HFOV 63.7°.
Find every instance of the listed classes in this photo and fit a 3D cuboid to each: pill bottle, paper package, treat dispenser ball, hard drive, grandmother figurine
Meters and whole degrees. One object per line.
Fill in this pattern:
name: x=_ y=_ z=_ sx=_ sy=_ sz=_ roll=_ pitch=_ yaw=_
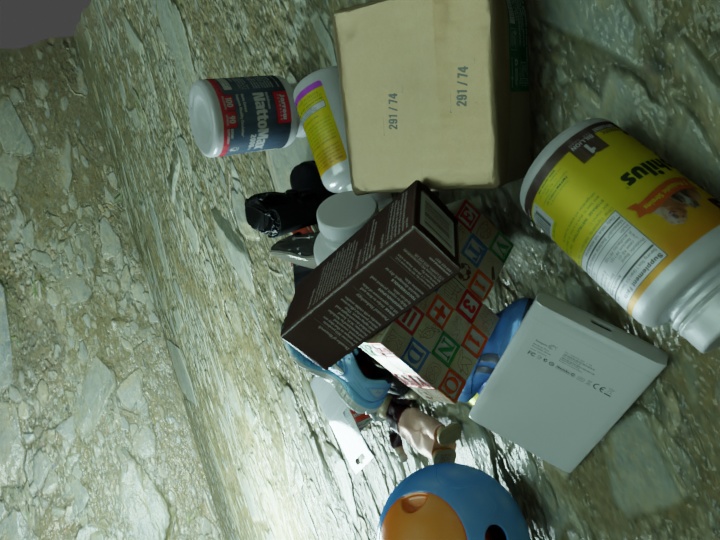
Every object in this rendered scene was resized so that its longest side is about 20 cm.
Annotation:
pill bottle: x=-0.167 y=-0.258 z=0.954 sx=0.119 sy=0.199 sz=0.120 roll=32 pitch=130 yaw=49
pill bottle: x=0.000 y=0.000 z=0.751 sx=0.104 sy=0.104 sz=0.200 roll=42 pitch=154 yaw=42
pill bottle: x=-0.020 y=-0.183 z=0.841 sx=0.104 sy=0.104 sz=0.201 roll=-30 pitch=77 yaw=59
paper package: x=0.080 y=-0.187 z=0.623 sx=0.190 sy=0.103 sz=0.201 roll=3 pitch=107 yaw=33
treat dispenser ball: x=0.120 y=0.359 z=0.762 sx=0.201 sy=0.200 sz=0.202 roll=32 pitch=129 yaw=49
pill bottle: x=0.236 y=-0.031 z=0.485 sx=0.200 sy=0.109 sz=0.109 roll=53 pitch=143 yaw=31
hard drive: x=0.211 y=0.127 z=0.624 sx=0.132 sy=0.027 sz=0.200 roll=27 pitch=132 yaw=13
grandmother figurine: x=0.076 y=0.246 z=0.930 sx=0.200 sy=0.060 sz=0.122 roll=21 pitch=93 yaw=57

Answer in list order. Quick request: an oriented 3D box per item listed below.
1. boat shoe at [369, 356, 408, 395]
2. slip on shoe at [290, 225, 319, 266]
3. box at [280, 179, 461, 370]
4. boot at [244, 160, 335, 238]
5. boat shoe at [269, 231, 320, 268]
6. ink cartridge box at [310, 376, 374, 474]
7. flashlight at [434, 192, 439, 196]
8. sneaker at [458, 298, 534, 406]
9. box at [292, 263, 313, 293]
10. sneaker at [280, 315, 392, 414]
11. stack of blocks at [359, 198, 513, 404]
boat shoe: x=0.012 y=0.168 z=0.976 sx=0.201 sy=0.072 sz=0.066 roll=0 pitch=98 yaw=57
slip on shoe: x=-0.103 y=-0.029 z=1.090 sx=0.074 sy=0.061 sz=0.201 roll=-31 pitch=76 yaw=60
box: x=0.010 y=0.009 z=0.614 sx=0.075 sy=0.100 sz=0.200 roll=41 pitch=120 yaw=-20
boot: x=-0.119 y=-0.123 z=0.967 sx=0.200 sy=0.168 sz=0.077 roll=38 pitch=132 yaw=45
boat shoe: x=-0.070 y=-0.037 z=0.922 sx=0.200 sy=0.067 sz=0.057 roll=7 pitch=74 yaw=48
ink cartridge box: x=-0.021 y=0.271 z=1.102 sx=0.200 sy=0.050 sz=0.109 roll=59 pitch=146 yaw=22
flashlight: x=0.080 y=-0.118 z=0.753 sx=0.067 sy=0.068 sz=0.201 roll=10 pitch=110 yaw=30
sneaker: x=0.145 y=0.095 z=0.710 sx=0.078 sy=0.066 sz=0.200 roll=31 pitch=138 yaw=9
box: x=-0.037 y=0.029 z=0.955 sx=0.200 sy=0.049 sz=0.162 roll=-22 pitch=67 yaw=49
sneaker: x=-0.031 y=0.125 z=0.893 sx=0.200 sy=0.078 sz=0.090 roll=37 pitch=119 yaw=3
stack of blocks: x=0.097 y=0.033 z=0.660 sx=0.115 sy=0.200 sz=0.059 roll=40 pitch=158 yaw=-19
